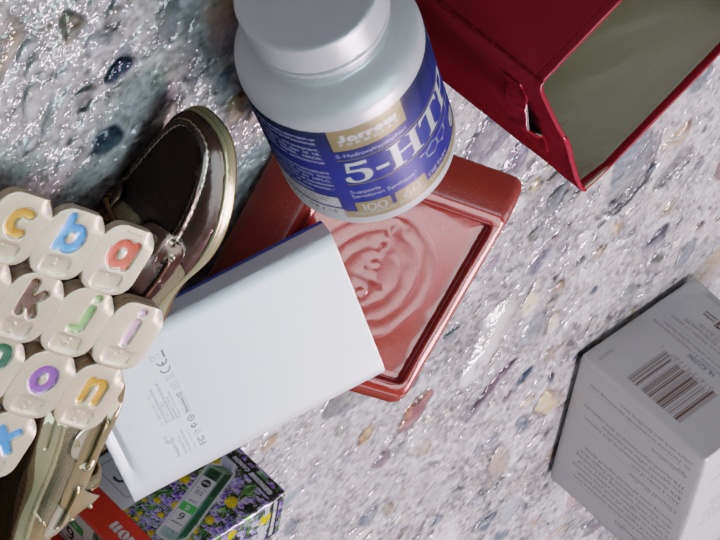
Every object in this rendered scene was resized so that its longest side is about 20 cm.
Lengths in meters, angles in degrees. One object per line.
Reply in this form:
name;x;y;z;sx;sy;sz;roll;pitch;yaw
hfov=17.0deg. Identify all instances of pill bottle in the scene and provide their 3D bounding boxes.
pill bottle;-0.013;-0.125;1.518;0.120;0.120;0.200;-44;153;-10

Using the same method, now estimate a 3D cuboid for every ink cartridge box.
ink cartridge box;-0.164;0.186;1.733;0.200;0.109;0.050;-30;149;-33

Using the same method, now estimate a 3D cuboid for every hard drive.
hard drive;-0.093;0.064;1.668;0.200;0.025;0.132;-27;128;-8

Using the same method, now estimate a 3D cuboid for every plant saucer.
plant saucer;0.000;0.000;1.712;0.200;0.037;0.200;17;111;-33

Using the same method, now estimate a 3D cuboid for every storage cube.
storage cube;0.131;-0.196;1.593;0.200;0.180;0.171;-47;154;-6

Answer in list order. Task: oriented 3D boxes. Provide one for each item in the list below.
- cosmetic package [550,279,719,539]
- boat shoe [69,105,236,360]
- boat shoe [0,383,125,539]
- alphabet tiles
cosmetic package;0.311;0.155;2.359;0.166;0.167;0.200;-33;151;-31
boat shoe;-0.145;-0.016;1.538;0.072;0.072;0.200;-14;144;-51
boat shoe;-0.206;0.145;1.627;0.064;0.071;0.200;3;134;-22
alphabet tiles;-0.220;0.040;1.486;0.200;0.015;0.196;18;112;-41
